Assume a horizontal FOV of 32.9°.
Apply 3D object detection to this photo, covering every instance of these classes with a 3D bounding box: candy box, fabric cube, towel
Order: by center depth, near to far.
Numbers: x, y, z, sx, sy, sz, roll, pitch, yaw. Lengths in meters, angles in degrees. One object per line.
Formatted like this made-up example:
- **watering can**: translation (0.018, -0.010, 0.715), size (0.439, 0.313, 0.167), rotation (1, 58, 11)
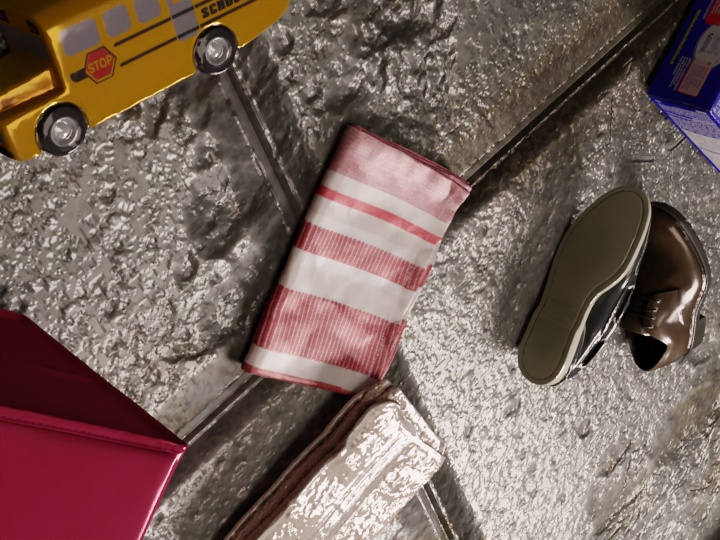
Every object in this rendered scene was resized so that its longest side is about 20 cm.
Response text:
- **fabric cube**: translation (-0.249, 0.125, 0.638), size (0.196, 0.200, 0.200), rotation (23, 94, -46)
- **towel**: translation (0.000, 0.000, 0.942), size (0.144, 0.023, 0.200), rotation (19, 97, -46)
- **towel**: translation (-0.017, 0.190, 0.999), size (0.200, 0.034, 0.133), rotation (-47, 138, -8)
- **candy box**: translation (0.380, -0.189, 1.165), size (0.200, 0.077, 0.169), rotation (29, 89, -48)

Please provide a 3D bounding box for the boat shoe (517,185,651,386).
- **boat shoe**: translation (0.217, 0.018, 1.119), size (0.066, 0.074, 0.200), rotation (15, 100, -49)

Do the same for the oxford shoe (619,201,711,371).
- **oxford shoe**: translation (0.293, 0.024, 1.196), size (0.084, 0.073, 0.200), rotation (-34, 130, -24)

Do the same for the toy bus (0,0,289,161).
- **toy bus**: translation (-0.137, -0.140, 0.707), size (0.200, 0.065, 0.078), rotation (-33, 130, -27)
